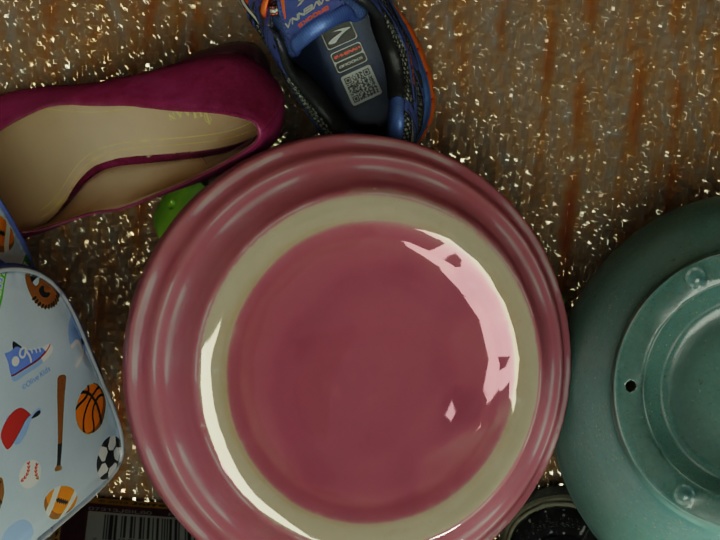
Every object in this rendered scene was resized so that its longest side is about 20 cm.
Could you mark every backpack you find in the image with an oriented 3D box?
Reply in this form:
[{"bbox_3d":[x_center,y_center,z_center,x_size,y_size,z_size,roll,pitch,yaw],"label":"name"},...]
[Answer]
[{"bbox_3d":[-0.207,0.049,1.014,0.153,0.200,0.192,0,122,43],"label":"backpack"}]

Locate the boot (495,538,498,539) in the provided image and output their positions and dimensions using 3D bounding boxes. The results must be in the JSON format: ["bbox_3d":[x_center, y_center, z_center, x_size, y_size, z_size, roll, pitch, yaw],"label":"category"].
[{"bbox_3d":[-0.017,0.126,1.080,0.197,0.164,0.073,17,150,-25],"label":"boot"}]

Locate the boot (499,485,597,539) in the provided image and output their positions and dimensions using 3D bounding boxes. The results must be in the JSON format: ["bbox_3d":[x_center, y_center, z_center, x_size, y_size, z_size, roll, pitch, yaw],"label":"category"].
[{"bbox_3d":[0.124,0.221,1.137,0.073,0.154,0.205,-21,109,5],"label":"boot"}]

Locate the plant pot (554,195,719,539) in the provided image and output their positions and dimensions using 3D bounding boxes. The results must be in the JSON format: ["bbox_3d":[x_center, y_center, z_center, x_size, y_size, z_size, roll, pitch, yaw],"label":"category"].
[{"bbox_3d":[0.175,0.056,1.050,0.198,0.134,0.202,-1,83,11],"label":"plant pot"}]

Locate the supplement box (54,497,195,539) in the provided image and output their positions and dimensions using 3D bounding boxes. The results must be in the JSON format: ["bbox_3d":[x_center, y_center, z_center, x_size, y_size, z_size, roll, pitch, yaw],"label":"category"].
[{"bbox_3d":[-0.102,0.221,1.162,0.109,0.086,0.202,5,109,-4],"label":"supplement box"}]

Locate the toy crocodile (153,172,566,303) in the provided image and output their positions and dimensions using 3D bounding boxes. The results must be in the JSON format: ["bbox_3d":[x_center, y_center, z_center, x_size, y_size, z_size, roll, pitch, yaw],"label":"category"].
[{"bbox_3d":[0.000,0.000,1.108,0.198,0.062,0.068,13,108,-12],"label":"toy crocodile"}]

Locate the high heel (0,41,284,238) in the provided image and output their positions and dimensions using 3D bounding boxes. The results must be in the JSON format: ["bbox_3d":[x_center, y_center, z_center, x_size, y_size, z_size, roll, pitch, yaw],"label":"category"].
[{"bbox_3d":[-0.129,-0.048,1.059,0.199,0.096,0.068,-26,109,7],"label":"high heel"}]

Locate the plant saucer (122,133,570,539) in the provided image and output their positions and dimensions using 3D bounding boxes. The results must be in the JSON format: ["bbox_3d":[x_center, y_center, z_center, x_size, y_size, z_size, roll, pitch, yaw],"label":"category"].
[{"bbox_3d":[-0.001,0.042,1.014,0.199,0.051,0.203,0,92,-14],"label":"plant saucer"}]

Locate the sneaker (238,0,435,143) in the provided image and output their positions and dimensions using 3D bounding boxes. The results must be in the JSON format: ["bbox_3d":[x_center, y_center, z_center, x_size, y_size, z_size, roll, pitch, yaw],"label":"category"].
[{"bbox_3d":[-0.023,-0.131,1.045,0.075,0.079,0.201,-32,108,8],"label":"sneaker"}]
